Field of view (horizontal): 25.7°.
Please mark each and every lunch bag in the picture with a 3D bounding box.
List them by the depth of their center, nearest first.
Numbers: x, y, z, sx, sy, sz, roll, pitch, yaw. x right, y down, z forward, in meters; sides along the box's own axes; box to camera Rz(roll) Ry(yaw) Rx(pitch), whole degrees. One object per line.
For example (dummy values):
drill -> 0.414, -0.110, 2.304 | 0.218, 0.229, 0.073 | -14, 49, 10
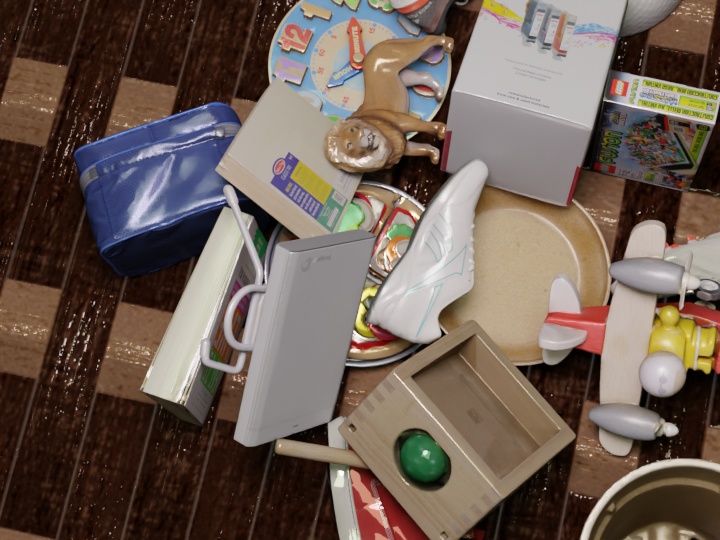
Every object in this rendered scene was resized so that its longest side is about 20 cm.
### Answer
lunch bag -> -0.190, -0.094, 1.640 | 0.200, 0.136, 0.133 | -19, 75, -3

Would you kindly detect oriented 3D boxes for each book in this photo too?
book -> -0.150, 0.049, 1.600 | 0.048, 0.134, 0.200 | 18, 77, 11

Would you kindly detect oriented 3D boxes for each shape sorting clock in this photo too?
shape sorting clock -> -0.001, -0.223, 1.713 | 0.199, 0.039, 0.200 | -1, 75, 4

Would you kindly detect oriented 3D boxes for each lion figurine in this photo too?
lion figurine -> 0.029, -0.179, 1.646 | 0.122, 0.073, 0.200 | 10, 53, -5

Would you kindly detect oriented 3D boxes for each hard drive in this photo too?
hard drive -> -0.053, 0.063, 1.517 | 0.026, 0.132, 0.200 | 26, 113, 32

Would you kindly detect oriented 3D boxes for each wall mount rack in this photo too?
wall mount rack -> -0.086, 0.014, 1.543 | 0.074, 0.200, 0.174 | 14, 94, 33

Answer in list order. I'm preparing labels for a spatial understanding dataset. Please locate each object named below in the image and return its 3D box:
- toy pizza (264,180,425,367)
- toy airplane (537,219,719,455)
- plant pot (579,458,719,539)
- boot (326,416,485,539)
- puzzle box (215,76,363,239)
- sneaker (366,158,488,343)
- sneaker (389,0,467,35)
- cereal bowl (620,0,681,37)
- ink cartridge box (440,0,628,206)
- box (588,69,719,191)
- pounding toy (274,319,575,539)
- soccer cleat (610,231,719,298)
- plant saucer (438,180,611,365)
toy pizza -> 0.000, 0.000, 1.639 | 0.200, 0.032, 0.201 | 1, 77, -6
toy airplane -> 0.270, 0.071, 1.532 | 0.199, 0.141, 0.200 | -38, 115, 16
plant pot -> 0.295, 0.289, 1.477 | 0.200, 0.184, 0.201 | -1, 75, 3
boot -> 0.044, 0.234, 1.572 | 0.144, 0.072, 0.200 | -12, 80, -2
puzzle box -> -0.064, -0.110, 1.592 | 0.133, 0.200, 0.025 | 39, 120, -9
sneaker -> 0.084, -0.018, 1.584 | 0.080, 0.070, 0.201 | 29, 82, -1
sneaker -> 0.098, -0.336, 1.731 | 0.077, 0.082, 0.200 | -4, 48, 48
cereal bowl -> 0.267, -0.359, 1.710 | 0.200, 0.083, 0.201 | -1, 74, 5
ink cartridge box -> 0.181, -0.200, 1.618 | 0.144, 0.145, 0.200 | 16, 60, 8
box -> 0.292, -0.137, 1.586 | 0.110, 0.200, 0.035 | 13, 76, 8
pounding toy -> 0.063, 0.165, 1.522 | 0.184, 0.200, 0.142 | 49, 127, 10
soccer cleat -> 0.354, 0.001, 1.611 | 0.200, 0.069, 0.078 | -19, 79, -8
plant saucer -> 0.158, 0.003, 1.633 | 0.200, 0.035, 0.201 | 1, 76, -4
